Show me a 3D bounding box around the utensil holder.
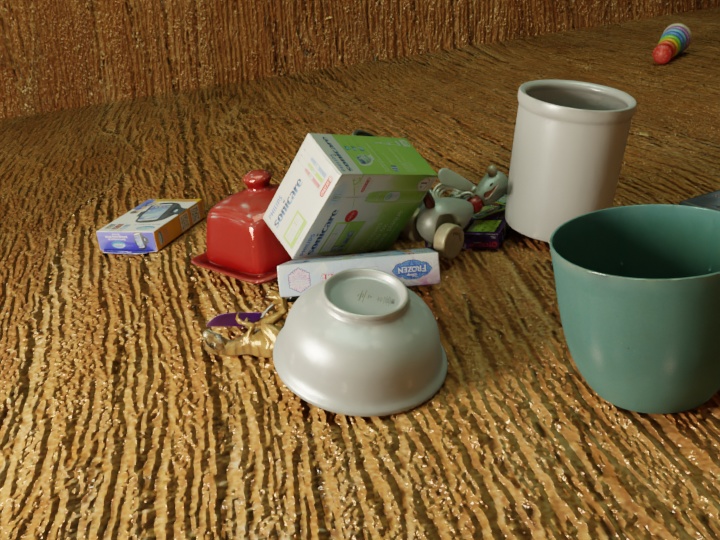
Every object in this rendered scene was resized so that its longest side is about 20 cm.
[{"bbox_3d":[0.304,-0.161,1.268,0.167,0.202,0.170,2,26,-1],"label":"utensil holder"}]

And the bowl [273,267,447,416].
[{"bbox_3d":[0.002,0.060,0.945,0.198,0.091,0.202,3,33,-2],"label":"bowl"}]

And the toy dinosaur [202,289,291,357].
[{"bbox_3d":[-0.093,0.083,1.049,0.197,0.061,0.107,-2,49,21],"label":"toy dinosaur"}]

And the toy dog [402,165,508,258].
[{"bbox_3d":[0.141,-0.109,1.277,0.130,0.097,0.201,7,41,25],"label":"toy dog"}]

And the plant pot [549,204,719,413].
[{"bbox_3d":[0.293,0.042,0.860,0.198,0.163,0.201,-7,22,3],"label":"plant pot"}]

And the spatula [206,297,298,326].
[{"bbox_3d":[-0.107,0.047,1.141,0.198,0.021,0.056,-17,-12,-34],"label":"spatula"}]

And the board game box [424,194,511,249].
[{"bbox_3d":[0.186,-0.082,1.374,0.119,0.033,0.200,5,25,21],"label":"board game box"}]

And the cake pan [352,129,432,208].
[{"bbox_3d":[0.051,-0.147,1.406,0.037,0.200,0.201,-45,12,20],"label":"cake pan"}]

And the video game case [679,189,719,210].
[{"bbox_3d":[0.612,-0.104,1.308,0.198,0.019,0.143,-15,23,-20],"label":"video game case"}]

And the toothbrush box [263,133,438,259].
[{"bbox_3d":[-0.012,-0.102,1.175,0.199,0.146,0.086,-5,48,-46],"label":"toothbrush box"}]

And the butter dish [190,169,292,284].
[{"bbox_3d":[-0.145,-0.079,1.306,0.199,0.150,0.198,-25,26,-37],"label":"butter dish"}]

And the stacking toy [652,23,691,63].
[{"bbox_3d":[0.883,-0.640,2.451,0.084,0.086,0.200,7,31,30],"label":"stacking toy"}]

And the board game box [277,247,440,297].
[{"bbox_3d":[0.000,0.000,1.129,0.197,0.042,0.200,-5,3,2],"label":"board game box"}]

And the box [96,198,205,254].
[{"bbox_3d":[-0.375,-0.079,1.526,0.117,0.042,0.200,1,21,19],"label":"box"}]

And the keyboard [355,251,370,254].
[{"bbox_3d":[0.010,-0.044,1.347,0.103,0.040,0.200,-26,18,18],"label":"keyboard"}]
